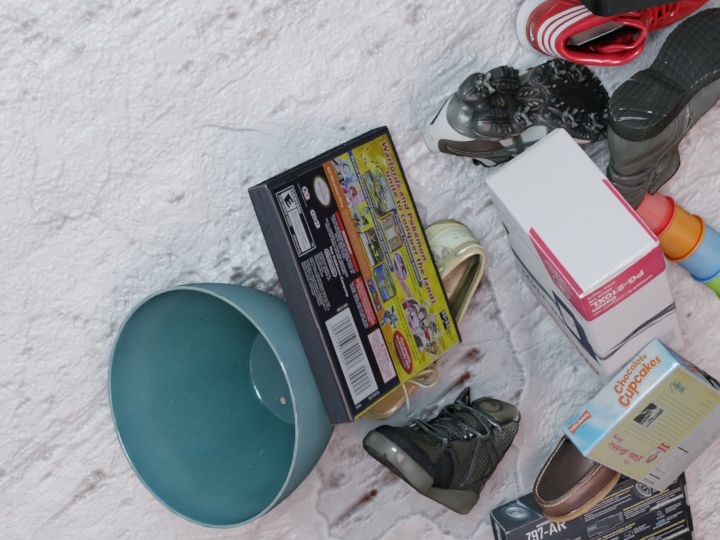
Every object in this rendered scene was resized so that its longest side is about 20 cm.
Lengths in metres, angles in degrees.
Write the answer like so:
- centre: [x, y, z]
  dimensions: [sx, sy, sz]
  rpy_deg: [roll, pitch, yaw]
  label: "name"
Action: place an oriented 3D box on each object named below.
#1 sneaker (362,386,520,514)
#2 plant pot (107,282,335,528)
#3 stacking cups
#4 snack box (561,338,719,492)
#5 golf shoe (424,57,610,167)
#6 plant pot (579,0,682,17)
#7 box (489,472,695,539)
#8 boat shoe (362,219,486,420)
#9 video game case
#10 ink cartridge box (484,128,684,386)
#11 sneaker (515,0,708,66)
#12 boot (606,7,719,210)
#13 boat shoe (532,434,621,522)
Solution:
- centre: [0.076, 0.150, 1.481]
  dimensions: [0.115, 0.076, 0.199]
  rpy_deg: [-56, 146, 1]
  label: "sneaker"
- centre: [-0.093, 0.098, 1.365]
  dimensions: [0.134, 0.199, 0.201]
  rpy_deg: [-19, 126, -53]
  label: "plant pot"
- centre: [0.321, -0.021, 1.529]
  dimensions: [0.200, 0.061, 0.061]
  rpy_deg: [33, 99, -30]
  label: "stacking cups"
- centre: [0.270, 0.135, 1.476]
  dimensions: [0.116, 0.037, 0.200]
  rpy_deg: [-46, 147, 10]
  label: "snack box"
- centre: [0.138, -0.133, 1.407]
  dimensions: [0.199, 0.078, 0.094]
  rpy_deg: [-1, 160, -41]
  label: "golf shoe"
- centre: [0.221, -0.317, 1.286]
  dimensions: [0.199, 0.200, 0.178]
  rpy_deg: [-14, 129, -16]
  label: "plant pot"
- centre: [0.240, 0.277, 1.646]
  dimensions: [0.199, 0.044, 0.161]
  rpy_deg: [-22, 120, -11]
  label: "box"
- centre: [0.048, 0.052, 1.454]
  dimensions: [0.073, 0.063, 0.201]
  rpy_deg: [16, 107, -28]
  label: "boat shoe"
- centre: [0.000, 0.000, 1.335]
  dimensions: [0.180, 0.025, 0.201]
  rpy_deg: [-31, 104, -51]
  label: "video game case"
- centre: [0.195, -0.004, 1.398]
  dimensions: [0.084, 0.145, 0.200]
  rpy_deg: [-34, 148, -2]
  label: "ink cartridge box"
- centre: [0.241, -0.214, 1.376]
  dimensions: [0.199, 0.116, 0.079]
  rpy_deg: [-24, 120, -10]
  label: "sneaker"
- centre: [0.280, -0.141, 1.444]
  dimensions: [0.200, 0.068, 0.131]
  rpy_deg: [-37, 151, -23]
  label: "boot"
- centre: [0.235, 0.152, 1.570]
  dimensions: [0.200, 0.070, 0.070]
  rpy_deg: [-47, 134, -7]
  label: "boat shoe"
